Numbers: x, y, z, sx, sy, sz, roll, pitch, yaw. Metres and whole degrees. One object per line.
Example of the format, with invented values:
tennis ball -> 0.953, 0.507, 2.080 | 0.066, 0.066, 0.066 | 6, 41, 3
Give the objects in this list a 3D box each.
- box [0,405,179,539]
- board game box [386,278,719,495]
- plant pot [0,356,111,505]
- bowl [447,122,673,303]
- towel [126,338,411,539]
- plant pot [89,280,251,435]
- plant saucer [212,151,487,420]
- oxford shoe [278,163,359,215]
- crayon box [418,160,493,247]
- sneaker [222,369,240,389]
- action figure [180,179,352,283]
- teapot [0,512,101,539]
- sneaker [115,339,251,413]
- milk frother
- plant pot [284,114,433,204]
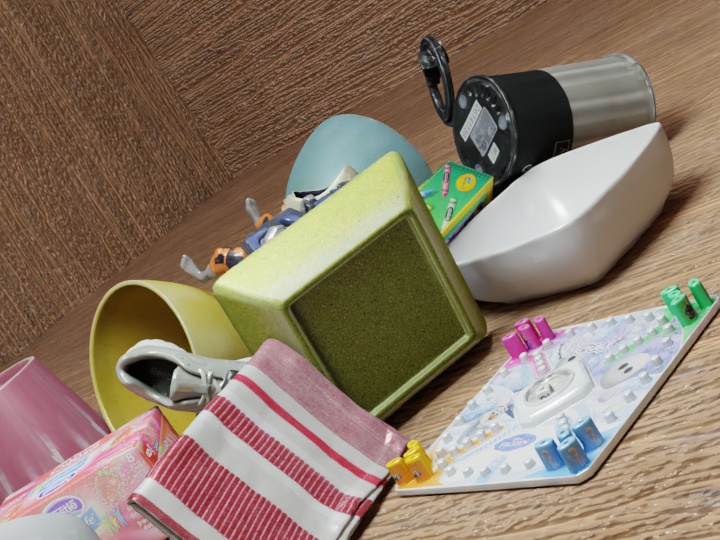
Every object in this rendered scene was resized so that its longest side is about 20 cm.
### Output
box -> -0.260, 0.234, 1.181 | 0.199, 0.095, 0.103 | -31, 13, 13
board game box -> 0.136, 0.084, 0.881 | 0.200, 0.026, 0.199 | -43, 14, -35
plant pot -> -0.373, 0.208, 1.390 | 0.199, 0.180, 0.200 | -32, 13, 8
bowl -> 0.187, -0.041, 1.123 | 0.200, 0.075, 0.199 | -41, 14, -35
towel -> -0.059, 0.145, 0.891 | 0.200, 0.144, 0.023 | -49, -7, -49
plant pot -> -0.188, 0.102, 1.356 | 0.141, 0.202, 0.199 | -10, -9, -46
plant saucer -> 0.009, 0.038, 1.018 | 0.199, 0.201, 0.048 | -37, 27, -16
oxford shoe -> -0.072, -0.052, 1.400 | 0.199, 0.074, 0.071 | -31, 12, 14
crayon box -> 0.060, -0.006, 1.203 | 0.058, 0.120, 0.200 | 21, 42, 23
sneaker -> -0.036, 0.089, 1.111 | 0.199, 0.112, 0.077 | -31, 12, 11
action figure -> -0.066, -0.025, 1.289 | 0.193, 0.105, 0.199 | 14, 35, 43
teapot -> -0.254, 0.283, 0.881 | 0.196, 0.147, 0.200 | -11, -30, -42
sneaker -> -0.146, 0.117, 1.188 | 0.198, 0.076, 0.092 | 8, 0, 4
milk frother -> 0.180, -0.190, 1.327 | 0.187, 0.202, 0.180 | -13, -14, -26
plant pot -> -0.018, -0.072, 1.513 | 0.199, 0.201, 0.135 | -19, 23, 50
